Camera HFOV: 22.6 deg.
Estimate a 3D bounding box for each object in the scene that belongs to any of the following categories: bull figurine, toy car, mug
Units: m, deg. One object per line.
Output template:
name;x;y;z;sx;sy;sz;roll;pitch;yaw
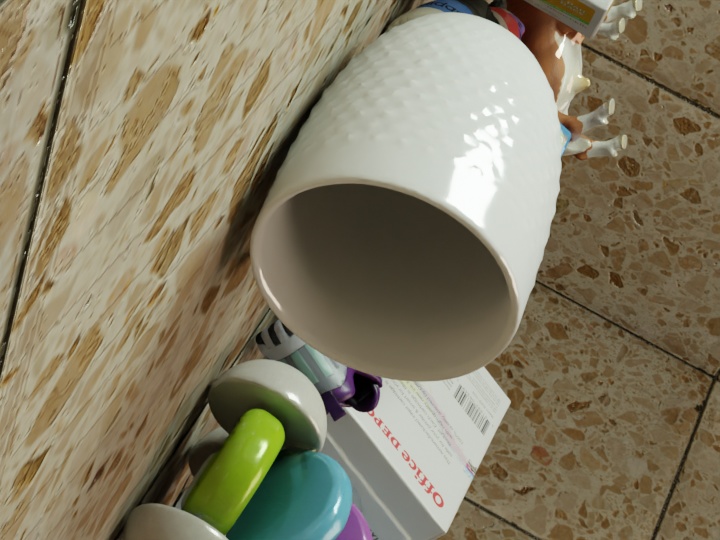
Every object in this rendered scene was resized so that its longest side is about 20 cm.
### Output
bull figurine;0.164;-0.184;1.498;0.065;0.121;0.201;-18;114;-60
toy car;-0.065;0.174;1.170;0.175;0.149;0.200;-58;174;-36
mug;0.018;-0.044;0.995;0.200;0.148;0.176;-25;-150;40

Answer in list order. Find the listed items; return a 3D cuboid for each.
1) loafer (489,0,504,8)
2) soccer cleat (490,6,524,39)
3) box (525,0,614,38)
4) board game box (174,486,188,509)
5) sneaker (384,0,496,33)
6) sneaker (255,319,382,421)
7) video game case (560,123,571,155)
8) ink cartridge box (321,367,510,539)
loafer;0.112;-0.163;1.643;0.073;0.071;0.200;-58;174;-46
soccer cleat;0.078;-0.122;1.475;0.073;0.068;0.201;-13;131;-58
box;0.182;-0.295;1.365;0.201;0.112;0.101;-61;177;-3
board game box;-0.060;0.252;1.405;0.041;0.199;0.200;-58;174;-16
sneaker;0.034;-0.088;1.173;0.111;0.077;0.201;-37;150;-57
sneaker;-0.011;0.066;1.332;0.074;0.088;0.200;-35;173;21
video game case;0.069;-0.080;1.286;0.200;0.018;0.144;34;83;-49
ink cartridge box;0.006;0.136;1.501;0.146;0.147;0.200;-32;-168;32
